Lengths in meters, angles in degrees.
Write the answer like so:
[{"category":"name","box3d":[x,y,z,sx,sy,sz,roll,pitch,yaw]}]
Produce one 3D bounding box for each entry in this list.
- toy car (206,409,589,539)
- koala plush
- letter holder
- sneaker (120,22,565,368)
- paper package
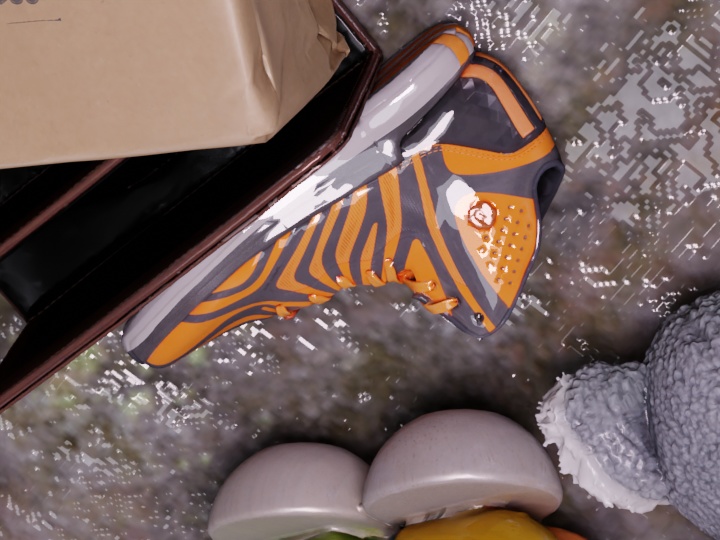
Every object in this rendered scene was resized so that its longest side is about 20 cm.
[{"category":"toy car","box3d":[0.029,0.161,1.161,0.199,0.150,0.176,-14,68,34]},{"category":"koala plush","box3d":[0.183,0.091,1.111,0.177,0.184,0.200,-29,93,16]},{"category":"letter holder","box3d":[-0.103,-0.045,1.094,0.200,0.142,0.101,-37,103,18]},{"category":"sneaker","box3d":[0.000,0.000,1.134,0.200,0.078,0.112,-38,101,18]},{"category":"paper package","box3d":[-0.127,-0.136,0.945,0.199,0.104,0.191,-5,113,18]}]
